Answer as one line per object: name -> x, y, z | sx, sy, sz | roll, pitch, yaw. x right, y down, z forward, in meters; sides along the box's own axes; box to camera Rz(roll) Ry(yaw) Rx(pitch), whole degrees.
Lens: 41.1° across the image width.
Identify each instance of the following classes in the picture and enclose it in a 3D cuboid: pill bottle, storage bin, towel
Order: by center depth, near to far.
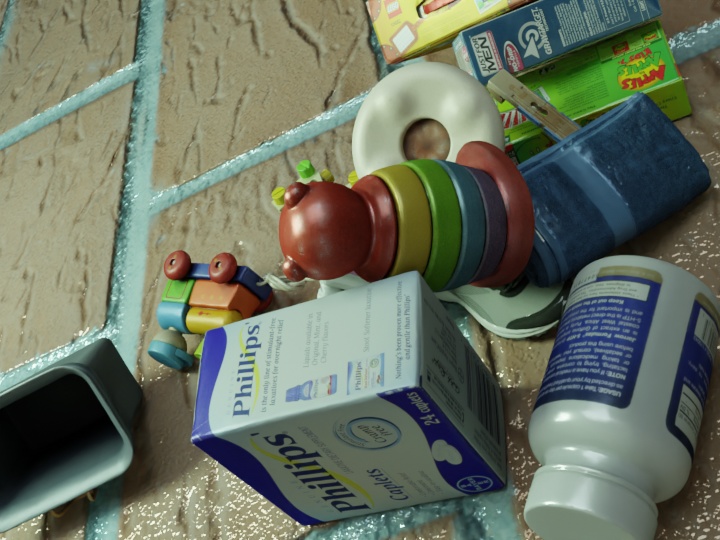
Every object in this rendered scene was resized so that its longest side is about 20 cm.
pill bottle -> 0.190, 0.103, 0.709 | 0.118, 0.120, 0.202 | 2, 54, 35
towel -> 0.209, -0.072, 0.850 | 0.198, 0.049, 0.112 | -29, 68, -17
storage bin -> -0.317, 0.165, 1.001 | 0.198, 0.147, 0.135 | -27, 15, 11

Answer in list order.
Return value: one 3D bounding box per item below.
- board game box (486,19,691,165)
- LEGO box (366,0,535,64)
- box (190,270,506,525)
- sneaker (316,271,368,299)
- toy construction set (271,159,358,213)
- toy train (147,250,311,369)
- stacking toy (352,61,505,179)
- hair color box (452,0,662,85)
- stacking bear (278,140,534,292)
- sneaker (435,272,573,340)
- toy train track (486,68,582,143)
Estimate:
board game box -> 0.226, -0.173, 0.987 | 0.197, 0.048, 0.103 | -20, 45, 19
LEGO box -> 0.130, -0.309, 1.068 | 0.198, 0.078, 0.148 | -15, 9, 43
box -> -0.005, 0.114, 0.782 | 0.197, 0.184, 0.106 | -16, 49, 22
sneaker -> 0.000, 0.000, 0.908 | 0.079, 0.202, 0.089 | 21, 36, -1
toy construction set -> -0.001, -0.103, 1.054 | 0.200, 0.092, 0.132 | -43, 40, 10
toy train -> -0.137, 0.050, 1.013 | 0.197, 0.085, 0.118 | 3, 65, 36
stacking toy -> 0.084, -0.123, 0.952 | 0.144, 0.149, 0.200 | -19, 0, 18
hair color box -> 0.199, -0.251, 0.997 | 0.197, 0.061, 0.100 | -22, 6, 2
stacking bear -> 0.028, -0.035, 0.763 | 0.197, 0.124, 0.113 | -4, 18, -26
sneaker -> 0.111, 0.001, 0.885 | 0.198, 0.080, 0.074 | 23, 65, 43
toy train track -> 0.201, -0.121, 0.922 | 0.114, 0.033, 0.200 | -41, 71, -21
